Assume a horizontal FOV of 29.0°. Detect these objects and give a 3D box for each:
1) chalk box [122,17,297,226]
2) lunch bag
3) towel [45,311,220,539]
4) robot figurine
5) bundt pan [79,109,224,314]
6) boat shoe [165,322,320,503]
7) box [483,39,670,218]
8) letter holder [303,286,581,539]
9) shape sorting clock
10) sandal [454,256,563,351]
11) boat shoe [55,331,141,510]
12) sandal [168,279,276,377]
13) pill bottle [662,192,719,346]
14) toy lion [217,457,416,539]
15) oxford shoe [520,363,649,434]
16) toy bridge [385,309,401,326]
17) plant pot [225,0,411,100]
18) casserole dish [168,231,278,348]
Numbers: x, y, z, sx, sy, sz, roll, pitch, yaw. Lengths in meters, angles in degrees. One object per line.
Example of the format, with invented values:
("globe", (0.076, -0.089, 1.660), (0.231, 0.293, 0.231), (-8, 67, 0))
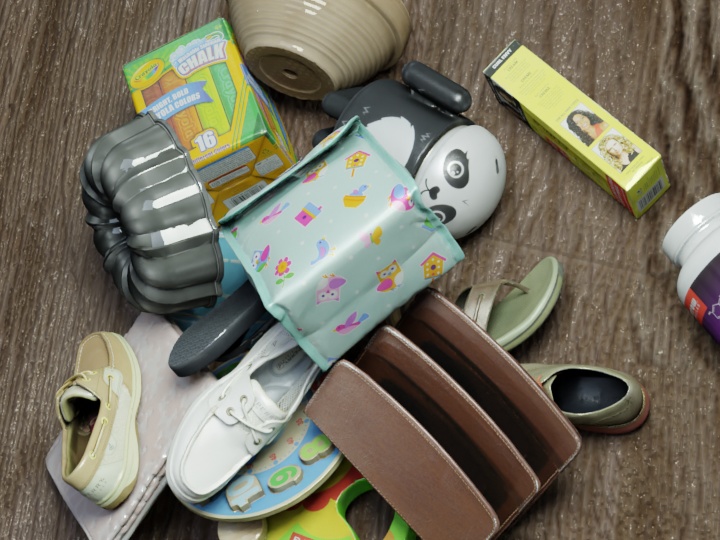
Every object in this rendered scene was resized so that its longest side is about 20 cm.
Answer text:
("chalk box", (-0.160, -0.170, 1.460), (0.124, 0.124, 0.201), (-26, 63, 6))
("lunch bag", (-0.029, -0.041, 1.235), (0.170, 0.122, 0.200), (-37, 41, 3))
("towel", (-0.220, 0.150, 1.346), (0.201, 0.032, 0.191), (-55, 37, 3))
("robot figurine", (0.047, -0.111, 1.364), (0.199, 0.151, 0.125), (32, 68, 27))
("bundt pan", (-0.209, -0.047, 1.336), (0.075, 0.202, 0.202), (-20, 59, -24))
("boat shoe", (-0.097, 0.121, 1.242), (0.200, 0.071, 0.069), (-53, 21, -23))
("box", (0.209, -0.139, 1.352), (0.050, 0.075, 0.200), (-45, 63, -1))
("letter holder", (0.073, 0.133, 1.210), (0.200, 0.100, 0.142), (45, 129, 15))
("shape sorting clock", (-0.096, 0.147, 1.307), (0.199, 0.039, 0.201), (-16, 45, 17))
("sandal", (0.104, 0.049, 1.300), (0.200, 0.057, 0.080), (-34, 19, 4))
("boat shoe", (-0.252, 0.129, 1.316), (0.074, 0.066, 0.201), (-41, 40, 22))
("sandal", (-0.100, 0.041, 1.309), (0.076, 0.043, 0.200), (-11, 24, 46))
("pill bottle", (0.355, 0.029, 1.211), (0.112, 0.113, 0.200), (-38, 62, 1))
("toy lion", (-0.030, 0.200, 1.302), (0.199, 0.069, 0.193), (16, 67, 27))
("oxford shoe", (0.158, 0.110, 1.264), (0.199, 0.075, 0.071), (-5, 68, 18))
("toy bridge", (0.000, 0.000, 1.374), (0.067, 0.027, 0.201), (-46, 56, 22))
("plant pot", (-0.055, -0.236, 1.407), (0.200, 0.201, 0.093), (12, 70, 23))
("casserole dish", (-0.132, 0.014, 1.424), (0.199, 0.039, 0.122), (5, 70, 22))
